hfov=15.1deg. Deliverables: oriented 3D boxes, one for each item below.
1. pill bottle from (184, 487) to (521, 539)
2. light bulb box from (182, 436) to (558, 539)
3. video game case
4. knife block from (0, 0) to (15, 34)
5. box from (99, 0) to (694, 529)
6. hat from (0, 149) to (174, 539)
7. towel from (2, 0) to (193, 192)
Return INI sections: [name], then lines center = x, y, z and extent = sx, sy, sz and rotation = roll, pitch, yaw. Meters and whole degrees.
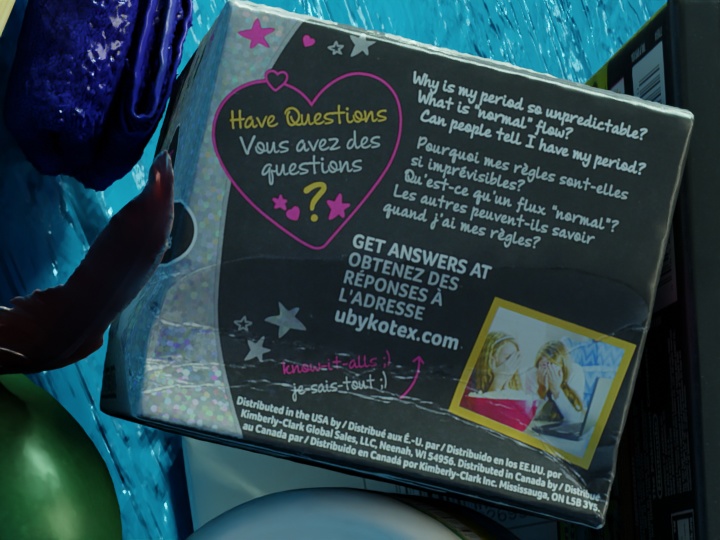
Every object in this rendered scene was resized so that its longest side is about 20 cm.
[pill bottle]
center = 0.006, 0.120, 0.783
extent = 0.200, 0.112, 0.114
rotation = 26, 53, -78
[light bulb box]
center = 0.068, 0.107, 0.992
extent = 0.200, 0.197, 0.126
rotation = 17, 63, -69
[video game case]
center = 0.086, 0.037, 0.796
extent = 0.181, 0.025, 0.202
rotation = 134, -46, -79
[knife block]
center = -0.128, -0.112, 0.798
extent = 0.175, 0.064, 0.202
rotation = 10, 69, -68
[box]
center = 0.000, 0.000, 0.776
extent = 0.200, 0.131, 0.116
rotation = 158, -55, -81
[hat]
center = -0.067, 0.057, 0.692
extent = 0.200, 0.175, 0.167
rotation = -29, 105, -69
[towel]
center = -0.062, -0.127, 0.850
extent = 0.148, 0.049, 0.201
rotation = 116, -12, -86
